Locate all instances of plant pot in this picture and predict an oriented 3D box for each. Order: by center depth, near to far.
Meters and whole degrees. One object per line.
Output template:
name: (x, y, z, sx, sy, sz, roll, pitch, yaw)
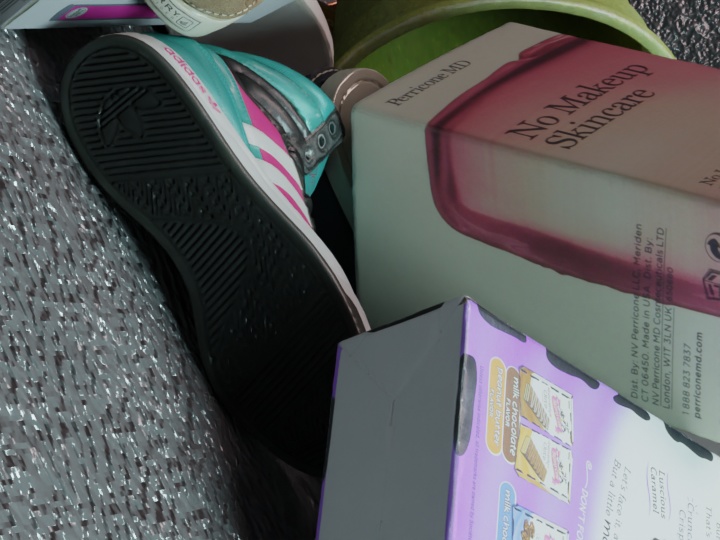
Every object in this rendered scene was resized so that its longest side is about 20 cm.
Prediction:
plant pot: (0.062, -0.141, 1.260, 0.200, 0.200, 0.184, 45, 29, -46)

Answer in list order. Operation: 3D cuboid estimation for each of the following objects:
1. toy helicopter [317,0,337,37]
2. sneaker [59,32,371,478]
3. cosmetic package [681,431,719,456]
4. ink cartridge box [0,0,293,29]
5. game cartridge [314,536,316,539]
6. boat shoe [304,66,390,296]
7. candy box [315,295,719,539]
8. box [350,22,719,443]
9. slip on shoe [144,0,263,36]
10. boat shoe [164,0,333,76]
toy helicopter: (0.004, -0.133, 1.369, 0.200, 0.079, 0.132, 25, 42, -46)
sneaker: (-0.038, -0.015, 0.975, 0.200, 0.084, 0.121, 59, 24, 0)
cosmetic package: (0.241, 0.195, 1.312, 0.200, 0.166, 0.167, 57, 15, -31)
ink cartridge box: (-0.089, -0.153, 1.000, 0.200, 0.037, 0.095, -10, 74, -50)
game cartridge: (0.068, 0.121, 0.978, 0.200, 0.042, 0.133, -36, 98, -50)
boat shoe: (0.000, 0.000, 1.085, 0.073, 0.063, 0.200, -38, 122, -44)
candy box: (0.074, 0.131, 0.896, 0.200, 0.072, 0.168, 32, 51, -37)
box: (0.111, -0.021, 0.998, 0.128, 0.200, 0.109, -32, 129, -45)
slip on shoe: (-0.034, -0.173, 0.999, 0.076, 0.061, 0.200, 50, 38, -13)
boat shoe: (-0.080, -0.166, 1.123, 0.200, 0.075, 0.093, 46, 27, -42)
